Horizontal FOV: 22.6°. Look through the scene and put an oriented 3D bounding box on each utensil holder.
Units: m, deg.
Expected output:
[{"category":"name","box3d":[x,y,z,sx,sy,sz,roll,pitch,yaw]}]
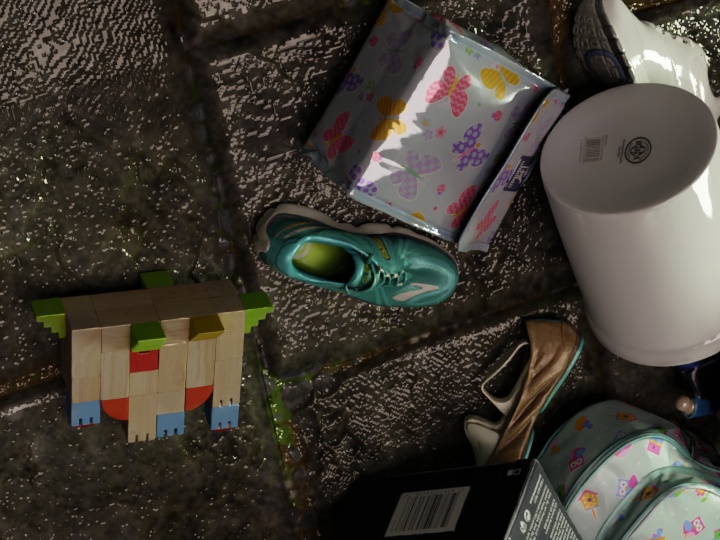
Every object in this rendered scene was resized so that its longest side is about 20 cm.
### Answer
[{"category":"utensil holder","box3d":[0.260,-0.042,1.601,0.170,0.170,0.200,-32,135,-6]}]

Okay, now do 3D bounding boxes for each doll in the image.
[{"category":"doll","box3d":[0.344,0.079,1.778,0.136,0.048,0.200,-45,123,-22]}]

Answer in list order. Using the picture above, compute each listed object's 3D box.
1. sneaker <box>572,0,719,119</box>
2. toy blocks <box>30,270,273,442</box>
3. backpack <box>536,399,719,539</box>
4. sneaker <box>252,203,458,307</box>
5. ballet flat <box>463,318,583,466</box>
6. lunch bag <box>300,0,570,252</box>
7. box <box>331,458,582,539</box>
[{"category":"sneaker","box3d":[0.262,-0.188,1.635,0.087,0.074,0.200,-50,127,-9]},{"category":"toy blocks","box3d":[-0.182,0.086,1.564,0.199,0.100,0.137,-6,124,-19]},{"category":"backpack","box3d":[0.266,0.228,1.755,0.200,0.153,0.176,32,102,-27]},{"category":"sneaker","box3d":[0.000,0.000,1.597,0.199,0.080,0.078,11,107,-25]},{"category":"ballet flat","box3d":[0.142,0.133,1.722,0.072,0.068,0.201,22,103,-7]},{"category":"lunch bag","box3d":[0.081,-0.118,1.555,0.200,0.127,0.170,25,102,-40]},{"category":"box","box3d":[0.105,0.292,1.681,0.196,0.118,0.200,-11,125,33]}]
